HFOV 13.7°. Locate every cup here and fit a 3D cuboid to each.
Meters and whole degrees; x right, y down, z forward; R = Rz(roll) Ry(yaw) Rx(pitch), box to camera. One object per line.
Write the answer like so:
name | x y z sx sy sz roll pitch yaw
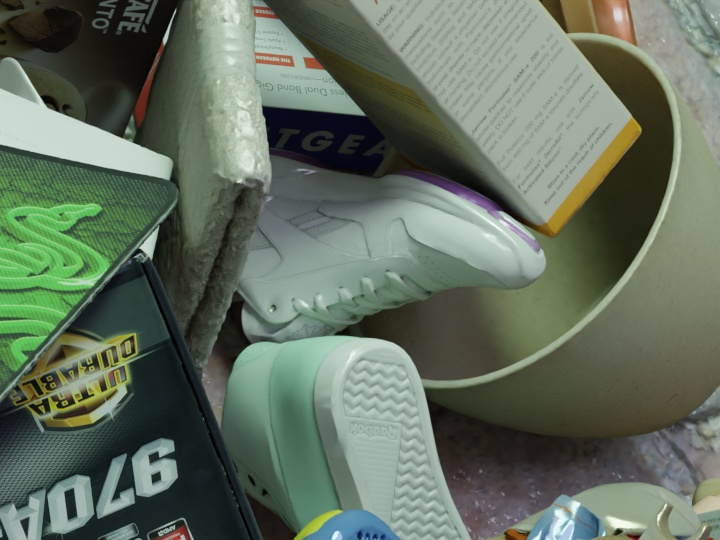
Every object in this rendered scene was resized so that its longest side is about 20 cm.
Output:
cup | 0.112 0.004 1.494 0.143 0.200 0.201 39 40 -38

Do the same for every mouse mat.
mouse mat | -0.191 -0.003 1.220 0.200 0.008 0.161 13 46 31

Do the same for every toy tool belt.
toy tool belt | 0.131 0.163 1.308 0.200 0.125 0.123 23 10 35

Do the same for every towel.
towel | -0.076 -0.038 1.389 0.034 0.200 0.133 2 56 -16

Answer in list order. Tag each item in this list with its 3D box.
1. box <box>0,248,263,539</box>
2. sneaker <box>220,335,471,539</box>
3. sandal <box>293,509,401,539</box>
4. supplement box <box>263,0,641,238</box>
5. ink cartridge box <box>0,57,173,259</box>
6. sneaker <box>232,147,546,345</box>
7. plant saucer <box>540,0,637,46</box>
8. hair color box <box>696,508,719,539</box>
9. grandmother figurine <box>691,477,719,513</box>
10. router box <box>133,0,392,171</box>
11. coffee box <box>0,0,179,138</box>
box | -0.151 0.099 1.214 0.200 0.046 0.159 -22 101 -10
sneaker | -0.007 0.124 1.399 0.074 0.118 0.201 -16 102 -31
sandal | 0.031 0.191 1.304 0.079 0.087 0.200 -38 110 -33
supplement box | 0.026 -0.116 1.396 0.074 0.126 0.200 -50 128 -8
ink cartridge box | -0.172 0.016 1.340 0.125 0.129 0.200 22 50 -14
sneaker | 0.000 0.000 1.433 0.075 0.200 0.100 30 74 -51
plant saucer | 0.118 -0.155 1.619 0.032 0.200 0.201 -12 54 12
hair color box | 0.198 0.207 1.385 0.064 0.111 0.201 6 73 -38
grandmother figurine | 0.134 0.177 1.454 0.200 0.061 0.121 -29 66 -38
router box | -0.034 -0.141 1.590 0.199 0.049 0.180 4 56 -28
coffee box | -0.151 -0.129 1.401 0.113 0.200 0.080 8 53 -17
